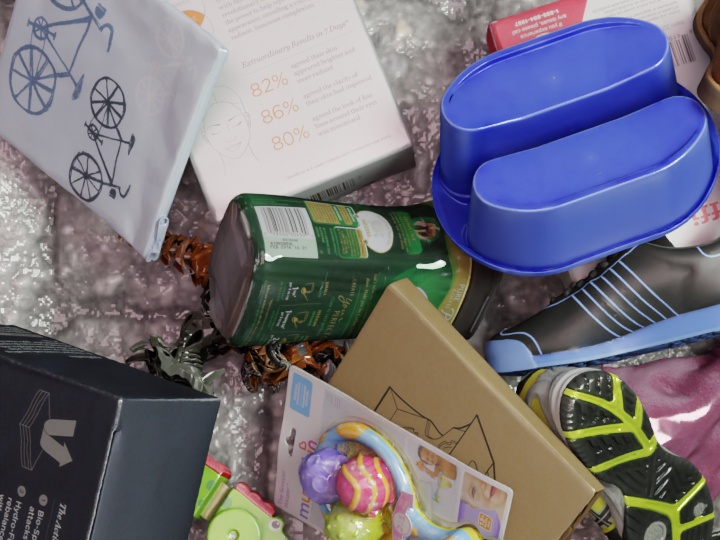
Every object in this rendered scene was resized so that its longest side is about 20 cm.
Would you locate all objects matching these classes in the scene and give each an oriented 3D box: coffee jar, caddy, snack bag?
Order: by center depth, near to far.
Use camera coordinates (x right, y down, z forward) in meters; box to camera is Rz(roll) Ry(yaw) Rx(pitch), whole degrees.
[{"bbox_3d":[0.143,-0.079,1.260,0.199,0.105,0.142,-19,60,-2],"label":"caddy"},{"bbox_3d":[0.000,0.000,1.308,0.199,0.105,0.086,1,47,-23],"label":"coffee jar"},{"bbox_3d":[-0.181,-0.135,1.330,0.200,0.021,0.189,39,123,25],"label":"snack bag"}]

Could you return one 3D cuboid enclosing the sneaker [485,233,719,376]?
[{"bbox_3d":[0.176,0.020,1.276,0.199,0.070,0.078,-14,81,10],"label":"sneaker"}]

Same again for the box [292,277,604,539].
[{"bbox_3d":[0.053,0.130,1.259,0.200,0.021,0.164,47,126,23],"label":"box"}]

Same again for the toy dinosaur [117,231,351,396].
[{"bbox_3d":[-0.095,0.041,1.361,0.200,0.102,0.136,33,70,24],"label":"toy dinosaur"}]

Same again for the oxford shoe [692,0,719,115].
[{"bbox_3d":[0.267,-0.163,1.257,0.071,0.200,0.072,21,117,-2],"label":"oxford shoe"}]

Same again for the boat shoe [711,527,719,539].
[{"bbox_3d":[0.223,0.270,1.319,0.075,0.060,0.201,24,85,5],"label":"boat shoe"}]

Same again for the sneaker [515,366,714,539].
[{"bbox_3d":[0.174,0.135,1.268,0.075,0.076,0.200,-40,119,-18],"label":"sneaker"}]

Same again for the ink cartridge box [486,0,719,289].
[{"bbox_3d":[0.188,-0.099,1.352,0.147,0.086,0.201,-16,84,0],"label":"ink cartridge box"}]

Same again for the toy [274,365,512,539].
[{"bbox_3d":[0.006,0.158,1.257,0.200,0.047,0.116,25,119,33],"label":"toy"}]

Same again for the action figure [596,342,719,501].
[{"bbox_3d":[0.270,0.073,1.335,0.200,0.134,0.149,-43,56,-2],"label":"action figure"}]

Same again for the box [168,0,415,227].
[{"bbox_3d":[-0.065,-0.145,1.358,0.152,0.106,0.201,-22,83,1],"label":"box"}]

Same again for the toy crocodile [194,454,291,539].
[{"bbox_3d":[-0.112,0.158,1.344,0.200,0.068,0.062,35,85,6],"label":"toy crocodile"}]

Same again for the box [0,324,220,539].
[{"bbox_3d":[-0.223,0.154,1.277,0.199,0.117,0.198,16,95,30],"label":"box"}]
